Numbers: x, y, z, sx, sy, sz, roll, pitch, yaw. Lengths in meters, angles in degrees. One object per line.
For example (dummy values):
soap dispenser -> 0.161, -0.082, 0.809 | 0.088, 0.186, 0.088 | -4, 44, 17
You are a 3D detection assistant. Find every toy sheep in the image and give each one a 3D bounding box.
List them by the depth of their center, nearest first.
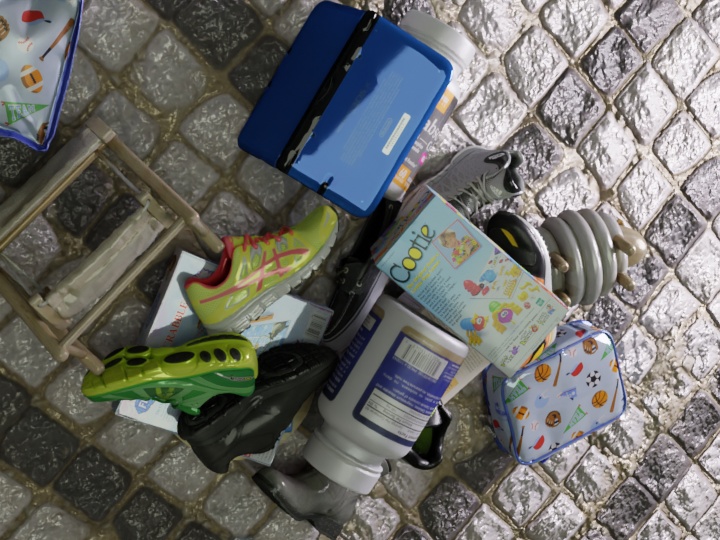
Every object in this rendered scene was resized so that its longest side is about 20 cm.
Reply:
toy sheep -> 0.273, -0.014, 1.419 | 0.198, 0.138, 0.139 | -9, 106, -10

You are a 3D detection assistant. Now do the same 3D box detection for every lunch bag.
lunch bag -> -0.346, -0.238, 1.097 | 0.123, 0.170, 0.201 | 17, 98, -29
lunch bag -> 0.258, 0.168, 1.489 | 0.199, 0.076, 0.161 | -22, 112, -16

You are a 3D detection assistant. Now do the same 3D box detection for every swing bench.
swing bench -> -0.287, -0.035, 1.147 | 0.200, 0.130, 0.199 | 42, 84, 13

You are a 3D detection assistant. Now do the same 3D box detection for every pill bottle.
pill bottle -> 0.022, 0.140, 1.232 | 0.119, 0.120, 0.201 | 30, 93, -25
pill bottle -> 0.045, -0.193, 1.292 | 0.116, 0.116, 0.201 | 30, 91, -25

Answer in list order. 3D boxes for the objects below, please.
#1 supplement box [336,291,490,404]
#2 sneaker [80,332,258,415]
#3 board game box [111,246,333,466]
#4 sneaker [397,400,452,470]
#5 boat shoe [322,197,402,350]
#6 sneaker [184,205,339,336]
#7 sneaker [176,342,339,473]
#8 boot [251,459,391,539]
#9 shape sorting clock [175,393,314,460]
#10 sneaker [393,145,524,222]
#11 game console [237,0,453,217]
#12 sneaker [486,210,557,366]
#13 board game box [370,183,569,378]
supplement box -> 0.073, 0.104, 1.398 | 0.200, 0.073, 0.126 | -40, 114, -7
sneaker -> -0.207, 0.124, 1.193 | 0.198, 0.074, 0.084 | -7, 119, 7
board game box -> -0.158, 0.101, 1.282 | 0.198, 0.041, 0.201 | 23, 90, -22
sneaker -> 0.071, 0.150, 1.320 | 0.073, 0.087, 0.202 | -8, 106, -18
boat shoe -> 0.000, 0.000, 1.351 | 0.056, 0.069, 0.201 | 34, 82, -26
sneaker -> -0.109, -0.013, 1.221 | 0.200, 0.078, 0.090 | -42, 107, -10
sneaker -> -0.108, 0.155, 1.257 | 0.199, 0.076, 0.091 | -30, 120, -10
boot -> -0.045, 0.248, 1.373 | 0.131, 0.068, 0.200 | -52, 142, -5
shape sorting clock -> -0.149, 0.129, 1.334 | 0.198, 0.039, 0.202 | -3, 100, -19
sneaker -> 0.128, -0.088, 1.320 | 0.200, 0.115, 0.075 | -49, 119, -29
game console -> -0.020, -0.184, 1.243 | 0.170, 0.118, 0.201 | 31, 91, -8
sneaker -> 0.186, 0.029, 1.341 | 0.090, 0.070, 0.201 | -41, 126, -40
board game box -> 0.120, 0.009, 1.252 | 0.200, 0.103, 0.105 | 40, 97, -10
